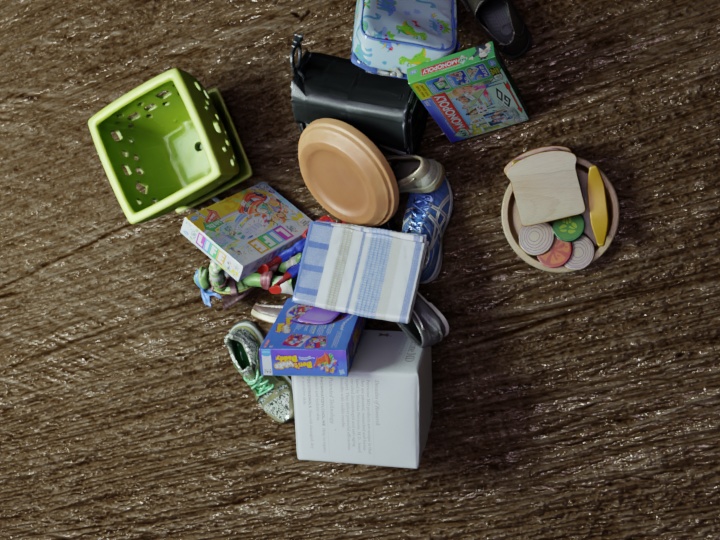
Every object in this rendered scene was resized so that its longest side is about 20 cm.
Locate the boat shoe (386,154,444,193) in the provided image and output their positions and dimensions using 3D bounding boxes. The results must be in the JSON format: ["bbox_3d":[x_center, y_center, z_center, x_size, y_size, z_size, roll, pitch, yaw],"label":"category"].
[{"bbox_3d":[0.041,-0.155,1.508,0.199,0.065,0.073,-2,72,42],"label":"boat shoe"}]

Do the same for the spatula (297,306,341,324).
[{"bbox_3d":[-0.035,0.030,1.522,0.056,0.200,0.021,7,130,26],"label":"spatula"}]

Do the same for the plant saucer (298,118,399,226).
[{"bbox_3d":[-0.028,-0.149,1.489,0.199,0.037,0.201,30,145,24],"label":"plant saucer"}]

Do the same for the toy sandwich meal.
[{"bbox_3d":[0.307,-0.095,1.445,0.204,0.070,0.207,2,95,19],"label":"toy sandwich meal"}]

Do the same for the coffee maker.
[{"bbox_3d":[-0.002,-0.271,1.476,0.199,0.192,0.136,12,82,16],"label":"coffee maker"}]

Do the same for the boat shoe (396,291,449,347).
[{"bbox_3d":[0.058,0.047,1.498,0.200,0.057,0.067,43,145,27],"label":"boat shoe"}]

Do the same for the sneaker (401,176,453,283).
[{"bbox_3d":[0.107,-0.076,1.515,0.075,0.077,0.202,3,94,21],"label":"sneaker"}]

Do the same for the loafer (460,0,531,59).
[{"bbox_3d":[0.200,-0.426,1.453,0.073,0.071,0.201,-38,82,18],"label":"loafer"}]

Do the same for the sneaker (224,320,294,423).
[{"bbox_3d":[-0.186,0.186,1.635,0.077,0.089,0.201,-35,83,19],"label":"sneaker"}]

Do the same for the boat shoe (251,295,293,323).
[{"bbox_3d":[-0.090,0.063,1.604,0.198,0.072,0.073,6,89,15],"label":"boat shoe"}]

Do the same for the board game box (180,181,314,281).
[{"bbox_3d":[-0.182,-0.070,1.550,0.134,0.200,0.034,39,129,16],"label":"board game box"}]

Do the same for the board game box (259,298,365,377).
[{"bbox_3d":[-0.071,0.103,1.465,0.133,0.200,0.045,1,110,9],"label":"board game box"}]

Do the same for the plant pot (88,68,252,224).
[{"bbox_3d":[-0.311,-0.209,1.596,0.199,0.181,0.200,-25,86,20],"label":"plant pot"}]

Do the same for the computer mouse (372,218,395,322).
[{"bbox_3d":[0.038,-0.013,1.572,0.058,0.034,0.202,6,104,34],"label":"computer mouse"}]

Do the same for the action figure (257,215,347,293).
[{"bbox_3d":[-0.080,-0.038,1.540,0.052,0.200,0.066,-20,107,54],"label":"action figure"}]

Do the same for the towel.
[{"bbox_3d":[0.000,0.000,1.472,0.198,0.024,0.148,9,76,13],"label":"towel"}]

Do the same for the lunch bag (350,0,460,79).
[{"bbox_3d":[0.071,-0.381,1.432,0.159,0.201,0.083,8,141,-6],"label":"lunch bag"}]

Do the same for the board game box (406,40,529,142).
[{"bbox_3d":[0.168,-0.267,1.414,0.134,0.200,0.029,-15,66,20],"label":"board game box"}]

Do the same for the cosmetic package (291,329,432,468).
[{"bbox_3d":[0.009,0.201,1.499,0.198,0.167,0.168,2,109,11],"label":"cosmetic package"}]

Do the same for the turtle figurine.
[{"bbox_3d":[-0.198,-0.029,1.589,0.192,0.144,0.202,4,88,9],"label":"turtle figurine"}]
